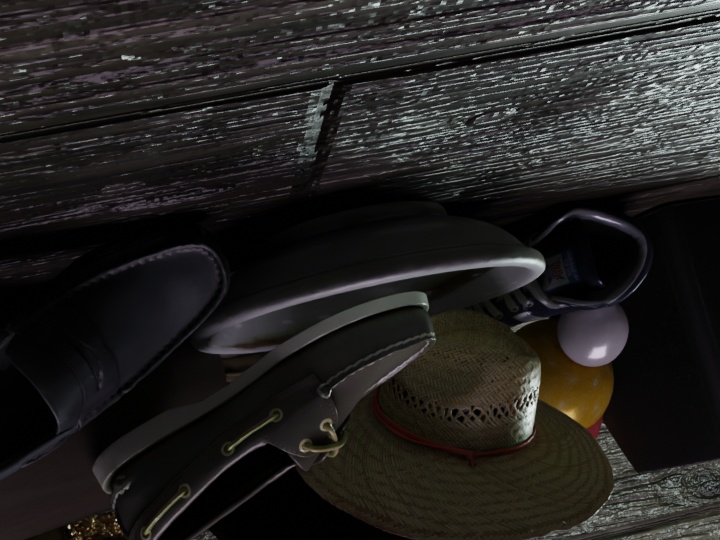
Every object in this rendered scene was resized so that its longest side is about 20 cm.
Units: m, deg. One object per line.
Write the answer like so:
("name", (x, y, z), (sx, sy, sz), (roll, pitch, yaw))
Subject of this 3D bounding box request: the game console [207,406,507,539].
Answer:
("game console", (0.007, 0.135, 0.908), (0.175, 0.117, 0.200), (-1, -155, -43))

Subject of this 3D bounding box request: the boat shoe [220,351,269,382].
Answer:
("boat shoe", (-0.108, 0.060, 0.937), (0.073, 0.064, 0.200), (-7, 169, -28))

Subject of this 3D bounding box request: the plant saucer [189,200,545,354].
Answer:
("plant saucer", (0.000, 0.000, 0.761), (0.199, 0.051, 0.200), (-13, 171, -2))

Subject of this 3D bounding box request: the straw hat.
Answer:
("straw hat", (0.059, 0.070, 0.813), (0.200, 0.086, 0.201), (7, -154, -4))

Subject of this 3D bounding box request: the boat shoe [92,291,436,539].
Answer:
("boat shoe", (-0.043, 0.081, 0.722), (0.201, 0.060, 0.072), (-31, 158, 5))

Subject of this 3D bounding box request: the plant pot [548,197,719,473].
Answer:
("plant pot", (0.274, 0.050, 1.040), (0.199, 0.179, 0.199), (-7, 169, -23))

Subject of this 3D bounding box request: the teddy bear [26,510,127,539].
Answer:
("teddy bear", (-0.198, 0.193, 0.884), (0.144, 0.067, 0.200), (-9, 169, -7))

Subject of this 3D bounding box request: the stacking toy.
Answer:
("stacking toy", (0.141, 0.084, 1.015), (0.145, 0.147, 0.200), (-7, 149, -31))

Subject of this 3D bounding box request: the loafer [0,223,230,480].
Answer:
("loafer", (-0.142, 0.049, 0.634), (0.200, 0.068, 0.070), (-34, -156, -12))

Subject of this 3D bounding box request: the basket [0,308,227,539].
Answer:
("basket", (-0.187, 0.086, 0.784), (0.199, 0.137, 0.180), (-10, 156, -39))

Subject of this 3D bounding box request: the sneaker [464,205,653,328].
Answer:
("sneaker", (0.094, 0.011, 0.888), (0.199, 0.070, 0.109), (-19, 176, -2))
